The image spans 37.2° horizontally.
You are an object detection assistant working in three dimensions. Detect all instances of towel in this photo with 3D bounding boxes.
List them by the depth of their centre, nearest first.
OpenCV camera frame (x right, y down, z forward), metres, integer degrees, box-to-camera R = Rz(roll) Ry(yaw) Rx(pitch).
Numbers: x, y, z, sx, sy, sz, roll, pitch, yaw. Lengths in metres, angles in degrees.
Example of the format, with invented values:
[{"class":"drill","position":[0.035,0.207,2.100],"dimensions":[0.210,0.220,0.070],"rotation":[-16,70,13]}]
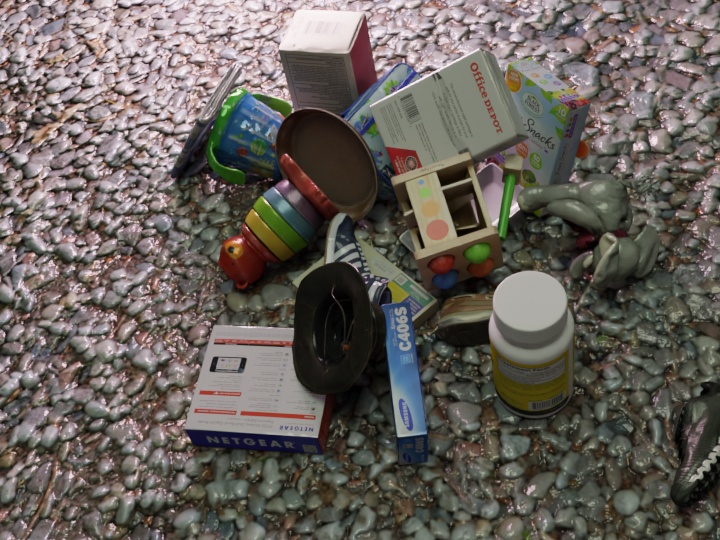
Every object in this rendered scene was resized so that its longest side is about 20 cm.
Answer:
[{"class":"towel","position":[-0.264,-0.253,1.827],"dimensions":[0.024,0.200,0.148],"rotation":[31,56,-9]}]

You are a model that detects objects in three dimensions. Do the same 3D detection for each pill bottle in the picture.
[{"class":"pill bottle","position":[0.229,0.099,1.424],"dimensions":[0.113,0.201,0.115],"rotation":[-5,51,7]}]

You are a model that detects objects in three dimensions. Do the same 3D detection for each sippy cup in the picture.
[{"class":"sippy cup","position":[-0.173,-0.220,1.805],"dimensions":[0.129,0.140,0.179],"rotation":[25,86,5]}]

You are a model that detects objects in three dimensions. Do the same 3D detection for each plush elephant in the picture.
[{"class":"plush elephant","position":[0.353,-0.049,1.564],"dimensions":[0.199,0.164,0.157],"rotation":[-6,84,48]}]

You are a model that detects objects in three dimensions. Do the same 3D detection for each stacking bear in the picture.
[{"class":"stacking bear","position":[-0.139,-0.061,1.676],"dimensions":[0.200,0.114,0.122],"rotation":[-44,67,1]}]

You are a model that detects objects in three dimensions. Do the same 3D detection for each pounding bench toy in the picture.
[{"class":"pounding bench toy","position":[0.167,-0.074,1.580],"dimensions":[0.198,0.124,0.157],"rotation":[-18,65,4]}]

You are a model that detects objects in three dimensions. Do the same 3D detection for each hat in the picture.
[{"class":"hat","position":[-0.016,0.081,1.480],"dimensions":[0.080,0.201,0.201],"rotation":[5,40,-35]}]

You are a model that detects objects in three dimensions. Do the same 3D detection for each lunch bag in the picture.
[{"class":"lunch bag","position":[0.054,-0.230,1.752],"dimensions":[0.161,0.082,0.200],"rotation":[44,65,-6]}]

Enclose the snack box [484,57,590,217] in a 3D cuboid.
[{"class":"snack box","position":[0.269,-0.205,1.654],"dimensions":[0.053,0.201,0.142],"rotation":[-20,48,-30]}]

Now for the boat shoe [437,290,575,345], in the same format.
[{"class":"boat shoe","position":[0.210,0.058,1.544],"dimensions":[0.198,0.076,0.072],"rotation":[-2,49,8]}]

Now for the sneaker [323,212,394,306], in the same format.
[{"class":"sneaker","position":[0.000,0.000,1.601],"dimensions":[0.107,0.070,0.201],"rotation":[-1,54,12]}]

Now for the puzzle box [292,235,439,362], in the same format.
[{"class":"puzzle box","position":[0.006,0.039,1.631],"dimensions":[0.133,0.026,0.200],"rotation":[-38,55,-18]}]

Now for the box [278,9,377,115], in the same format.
[{"class":"box","position":[-0.047,-0.330,1.820],"dimensions":[0.127,0.201,0.110],"rotation":[6,52,16]}]

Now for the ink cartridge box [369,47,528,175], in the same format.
[{"class":"ink cartridge box","position":[0.136,-0.227,1.629],"dimensions":[0.199,0.084,0.145],"rotation":[-24,85,24]}]

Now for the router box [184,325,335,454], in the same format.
[{"class":"router box","position":[-0.136,0.168,1.541],"dimensions":[0.198,0.049,0.181],"rotation":[2,53,13]}]

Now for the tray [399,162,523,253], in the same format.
[{"class":"tray","position":[0.167,-0.077,1.676],"dimensions":[0.200,0.022,0.107],"rotation":[-39,54,-8]}]

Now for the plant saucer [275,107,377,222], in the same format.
[{"class":"plant saucer","position":[-0.049,-0.171,1.705],"dimensions":[0.199,0.202,0.032],"rotation":[23,42,27]}]

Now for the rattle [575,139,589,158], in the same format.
[{"class":"rattle","position":[0.271,-0.229,1.714],"dimensions":[0.141,0.131,0.201],"rotation":[-4,42,-3]}]

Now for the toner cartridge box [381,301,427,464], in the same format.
[{"class":"toner cartridge box","position":[0.060,0.154,1.468],"dimensions":[0.043,0.095,0.202],"rotation":[-7,57,0]}]

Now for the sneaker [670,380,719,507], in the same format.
[{"class":"sneaker","position":[0.434,0.218,1.378],"dimensions":[0.090,0.067,0.200],"rotation":[25,57,31]}]
